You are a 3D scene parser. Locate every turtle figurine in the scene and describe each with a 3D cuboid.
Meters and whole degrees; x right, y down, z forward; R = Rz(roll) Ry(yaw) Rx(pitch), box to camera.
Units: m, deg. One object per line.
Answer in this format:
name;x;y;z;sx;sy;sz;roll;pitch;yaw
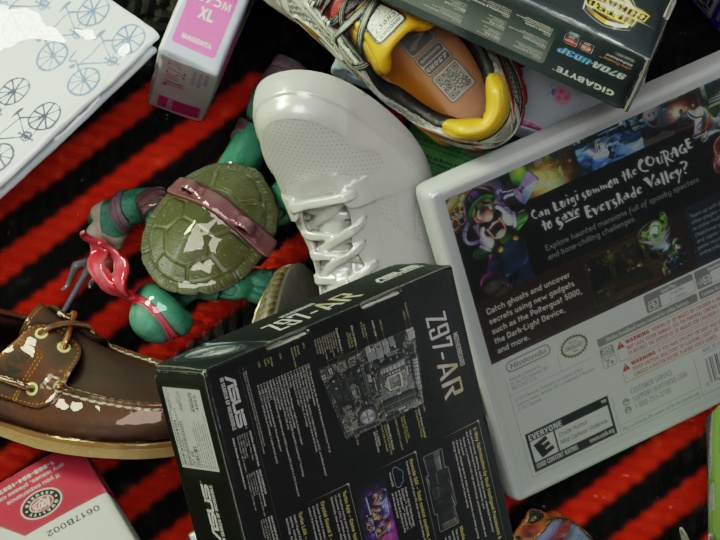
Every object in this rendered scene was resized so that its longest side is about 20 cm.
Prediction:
turtle figurine;-0.070;-0.015;1.561;0.150;0.101;0.200;39;76;6

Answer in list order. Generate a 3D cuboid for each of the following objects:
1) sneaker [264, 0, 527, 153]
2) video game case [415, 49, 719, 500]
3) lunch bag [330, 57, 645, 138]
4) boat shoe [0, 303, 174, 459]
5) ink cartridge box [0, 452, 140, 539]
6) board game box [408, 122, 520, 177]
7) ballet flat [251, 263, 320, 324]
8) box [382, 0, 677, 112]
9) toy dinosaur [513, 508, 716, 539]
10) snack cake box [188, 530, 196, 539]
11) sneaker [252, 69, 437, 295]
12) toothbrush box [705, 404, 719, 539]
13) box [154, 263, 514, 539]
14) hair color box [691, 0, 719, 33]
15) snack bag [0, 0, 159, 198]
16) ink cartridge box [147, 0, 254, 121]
sneaker;0.007;-0.138;1.478;0.200;0.082;0.078;39;96;-2
video game case;0.140;0.001;1.533;0.199;0.023;0.183;-24;114;-17
lunch bag;0.089;-0.171;1.571;0.169;0.127;0.201;18;74;2
boat shoe;-0.169;0.052;1.523;0.199;0.070;0.071;7;108;20
ink cartridge box;-0.156;0.203;1.473;0.147;0.086;0.200;-30;44;-8
board game box;0.121;-0.050;1.606;0.199;0.023;0.105;20;80;3
ballet flat;-0.049;0.093;1.497;0.046;0.067;0.201;-7;70;33
box;0.073;-0.186;1.464;0.199;0.046;0.159;24;53;1
toy dinosaur;0.118;0.220;1.528;0.104;0.201;0.182;2;39;-18
snack cake box;0.005;0.201;1.532;0.115;0.067;0.201;-27;81;-7
sneaker;0.000;0.000;1.486;0.073;0.200;0.116;-12;42;29
toothbrush box;0.229;0.163;1.504;0.086;0.146;0.201;2;78;-1
box;-0.004;0.115;1.420;0.160;0.043;0.201;-23;106;-36
hair color box;0.279;-0.126;1.604;0.109;0.065;0.200;-39;84;-7
snack bag;-0.231;-0.109;1.569;0.189;0.021;0.200;-44;55;-10
ink cartridge box;-0.060;-0.188;1.579;0.042;0.119;0.201;20;79;-4
